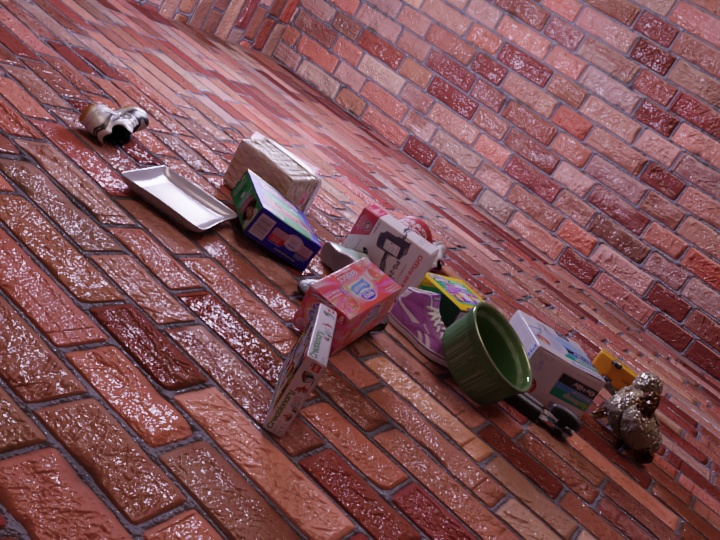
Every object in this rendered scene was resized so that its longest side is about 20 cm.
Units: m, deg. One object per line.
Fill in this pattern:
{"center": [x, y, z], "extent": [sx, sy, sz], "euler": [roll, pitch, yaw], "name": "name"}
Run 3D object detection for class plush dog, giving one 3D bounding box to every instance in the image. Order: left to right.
{"center": [0.642, 0.351, 1.846], "extent": [0.158, 0.203, 0.172], "euler": [-2, 8, 1], "name": "plush dog"}

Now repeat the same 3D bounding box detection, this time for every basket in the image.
{"center": [-0.217, -0.216, 1.901], "extent": [0.199, 0.136, 0.123], "euler": [39, 22, 20], "name": "basket"}

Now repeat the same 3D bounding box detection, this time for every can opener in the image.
{"center": [0.378, 0.287, 1.690], "extent": [0.199, 0.067, 0.053], "euler": [31, 18, 13], "name": "can opener"}

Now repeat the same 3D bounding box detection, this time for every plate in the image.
{"center": [-0.365, -0.141, 1.597], "extent": [0.198, 0.033, 0.200], "euler": [33, 17, 4], "name": "plate"}

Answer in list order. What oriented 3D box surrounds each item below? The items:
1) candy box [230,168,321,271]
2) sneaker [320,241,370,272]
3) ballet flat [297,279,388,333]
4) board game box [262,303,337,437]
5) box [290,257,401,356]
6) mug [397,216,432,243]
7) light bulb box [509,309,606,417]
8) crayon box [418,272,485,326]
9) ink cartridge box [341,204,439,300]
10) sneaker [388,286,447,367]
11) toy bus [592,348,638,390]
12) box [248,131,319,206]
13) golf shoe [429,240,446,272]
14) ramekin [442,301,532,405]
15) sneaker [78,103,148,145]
{"center": [-0.187, -0.110, 1.713], "extent": [0.168, 0.077, 0.200], "euler": [35, 13, -32], "name": "candy box"}
{"center": [0.000, -0.001, 1.774], "extent": [0.117, 0.074, 0.201], "euler": [12, 23, -34], "name": "sneaker"}
{"center": [-0.038, 0.076, 1.573], "extent": [0.198, 0.047, 0.068], "euler": [23, 38, -13], "name": "ballet flat"}
{"center": [-0.085, 0.140, 1.155], "extent": [0.034, 0.127, 0.200], "euler": [30, 17, -7], "name": "board game box"}
{"center": [-0.022, 0.064, 1.463], "extent": [0.102, 0.095, 0.199], "euler": [40, 31, 16], "name": "box"}
{"center": [0.077, -0.056, 2.056], "extent": [0.200, 0.176, 0.135], "euler": [-23, 93, -65], "name": "mug"}
{"center": [0.436, 0.223, 1.856], "extent": [0.197, 0.126, 0.200], "euler": [28, 16, -14], "name": "light bulb box"}
{"center": [0.243, 0.081, 2.019], "extent": [0.199, 0.059, 0.173], "euler": [13, 24, -48], "name": "crayon box"}
{"center": [0.065, -0.040, 1.886], "extent": [0.199, 0.146, 0.084], "euler": [35, 19, 11], "name": "ink cartridge box"}
{"center": [0.156, 0.115, 1.678], "extent": [0.200, 0.115, 0.072], "euler": [40, 17, 20], "name": "sneaker"}
{"center": [0.766, 0.315, 2.290], "extent": [0.199, 0.065, 0.078], "euler": [38, 16, 19], "name": "toy bus"}
{"center": [-0.216, -0.262, 2.051], "extent": [0.199, 0.103, 0.095], "euler": [31, 17, -8], "name": "box"}
{"center": [0.210, -0.034, 2.284], "extent": [0.092, 0.075, 0.199], "euler": [53, 24, 14], "name": "golf shoe"}
{"center": [0.254, 0.175, 1.608], "extent": [0.200, 0.097, 0.201], "euler": [39, 32, -31], "name": "ramekin"}
{"center": [-0.528, -0.310, 1.739], "extent": [0.088, 0.076, 0.200], "euler": [49, 25, 8], "name": "sneaker"}
